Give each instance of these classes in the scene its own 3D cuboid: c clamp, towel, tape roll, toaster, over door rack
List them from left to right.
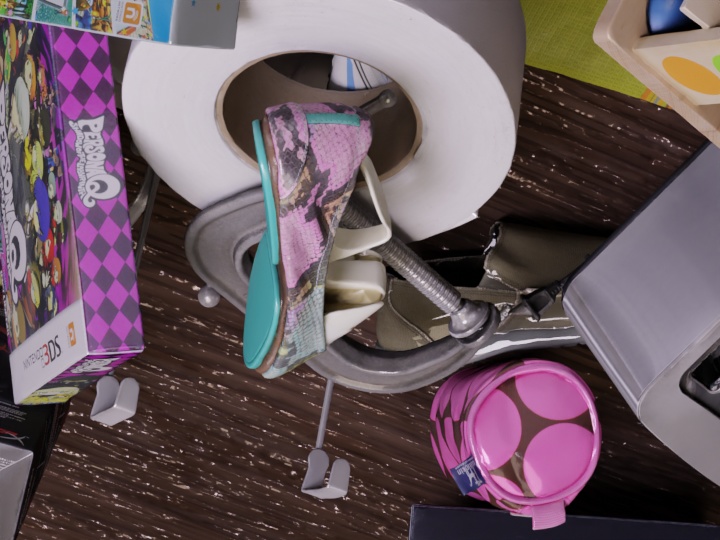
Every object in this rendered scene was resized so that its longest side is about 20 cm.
[{"bbox_3d":[-0.076,0.026,1.398,0.147,0.201,0.067,21,144,-23],"label":"over door rack"},{"bbox_3d":[-0.016,-0.098,1.247,0.201,0.071,0.203,5,142,4],"label":"tape roll"},{"bbox_3d":[0.000,0.000,1.290,0.170,0.027,0.200,-19,134,31],"label":"c clamp"},{"bbox_3d":[0.143,-0.126,1.338,0.199,0.018,0.086,16,137,-9],"label":"towel"},{"bbox_3d":[0.223,0.025,1.360,0.200,0.119,0.181,-45,128,14],"label":"toaster"}]

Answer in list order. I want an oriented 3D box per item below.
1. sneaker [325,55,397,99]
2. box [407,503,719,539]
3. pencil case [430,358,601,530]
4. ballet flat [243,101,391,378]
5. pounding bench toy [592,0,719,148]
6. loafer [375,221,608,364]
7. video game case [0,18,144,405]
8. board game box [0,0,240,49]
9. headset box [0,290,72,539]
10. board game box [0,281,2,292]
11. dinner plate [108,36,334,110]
[{"bbox_3d":[0.022,-0.110,1.326,0.072,0.072,0.201,26,145,29],"label":"sneaker"},{"bbox_3d":[0.131,0.215,1.603,0.199,0.105,0.182,3,171,6],"label":"box"},{"bbox_3d":[0.088,0.101,1.477,0.090,0.094,0.200,-19,179,-3],"label":"pencil case"},{"bbox_3d":[-0.020,-0.011,1.221,0.071,0.069,0.200,-4,144,-8],"label":"ballet flat"},{"bbox_3d":[0.232,-0.165,1.212,0.124,0.201,0.156,36,163,-26],"label":"pounding bench toy"},{"bbox_3d":[0.098,0.007,1.448,0.199,0.075,0.070,-15,106,7],"label":"loafer"},{"bbox_3d":[-0.161,-0.040,1.307,0.036,0.201,0.181,-4,171,-21],"label":"video game case"},{"bbox_3d":[-0.146,-0.191,1.166,0.199,0.149,0.064,11,-173,26],"label":"board game box"},{"bbox_3d":[-0.246,0.070,1.433,0.148,0.200,0.075,15,114,-3],"label":"headset box"},{"bbox_3d":[-0.286,-0.008,1.520,0.152,0.040,0.200,-9,136,18],"label":"board game box"},{"bbox_3d":[-0.092,-0.142,1.354,0.199,0.024,0.201,5,138,5],"label":"dinner plate"}]
